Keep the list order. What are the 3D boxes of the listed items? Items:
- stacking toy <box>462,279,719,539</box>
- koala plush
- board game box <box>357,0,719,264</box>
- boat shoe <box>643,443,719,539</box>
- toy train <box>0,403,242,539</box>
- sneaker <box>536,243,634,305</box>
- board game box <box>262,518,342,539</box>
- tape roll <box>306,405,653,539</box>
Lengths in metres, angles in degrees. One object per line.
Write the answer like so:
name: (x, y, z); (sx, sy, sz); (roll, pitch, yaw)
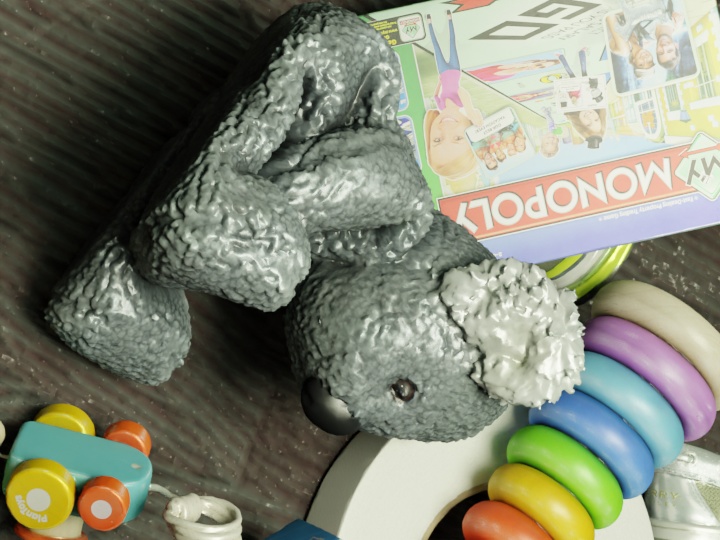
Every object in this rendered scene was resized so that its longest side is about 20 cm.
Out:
stacking toy: (0.097, 0.103, 1.421); (0.085, 0.085, 0.200); (47, 70, -23)
koala plush: (0.000, 0.000, 1.334); (0.200, 0.177, 0.184); (40, 61, -10)
board game box: (0.081, -0.072, 1.428); (0.199, 0.029, 0.136); (-12, 96, -2)
boat shoe: (0.235, 0.120, 1.555); (0.201, 0.074, 0.065); (2, 92, -26)
toy train: (-0.158, 0.115, 1.272); (0.199, 0.150, 0.056); (-3, 120, -37)
sneaker: (0.114, -0.088, 1.482); (0.081, 0.074, 0.201); (25, 74, -26)
board game box: (-0.061, 0.249, 1.350); (0.195, 0.056, 0.201); (-29, 104, -17)
tape roll: (0.060, 0.158, 1.462); (0.202, 0.037, 0.204); (1, 89, -33)
